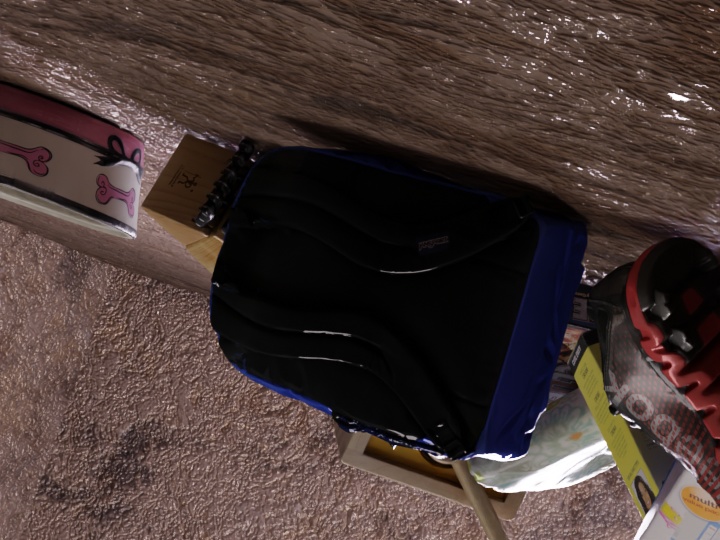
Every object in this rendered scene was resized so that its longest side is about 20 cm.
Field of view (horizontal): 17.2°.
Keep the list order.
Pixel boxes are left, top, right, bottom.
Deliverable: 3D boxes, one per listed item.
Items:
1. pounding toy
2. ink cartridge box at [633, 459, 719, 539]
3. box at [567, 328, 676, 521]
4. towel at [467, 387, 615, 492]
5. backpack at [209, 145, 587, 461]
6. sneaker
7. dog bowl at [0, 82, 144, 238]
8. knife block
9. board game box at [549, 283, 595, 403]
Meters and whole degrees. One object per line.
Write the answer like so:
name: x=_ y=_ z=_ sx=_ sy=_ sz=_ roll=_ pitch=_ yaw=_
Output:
pounding toy: x=0.085 y=0.123 z=1.914 sx=0.184 sy=0.200 sz=0.142 roll=20 pitch=-160 yaw=-14
ink cartridge box: x=0.261 y=0.127 z=1.449 sx=0.128 sy=0.125 sz=0.200 roll=29 pitch=150 yaw=8
box: x=0.214 y=0.125 z=1.589 sx=0.075 sy=0.200 sz=0.050 roll=-18 pitch=155 yaw=-17
towel: x=0.184 y=0.114 z=1.766 sx=0.048 sy=0.171 sz=0.200 roll=63 pitch=-164 yaw=14
backpack: x=0.020 y=0.020 z=1.411 sx=0.199 sy=0.163 sz=0.168 roll=17 pitch=179 yaw=22
sneaker: x=0.191 y=0.075 z=1.334 sx=0.098 sy=0.071 sz=0.201 roll=-11 pitch=114 yaw=56
dog bowl: x=-0.255 y=-0.091 z=1.822 sx=0.199 sy=0.074 sz=0.200 roll=19 pitch=177 yaw=1
knife block: x=-0.054 y=-0.022 z=1.635 sx=0.175 sy=0.064 sz=0.200 roll=24 pitch=167 yaw=34
board game box: x=0.119 y=0.054 z=1.752 sx=0.135 sy=0.035 sz=0.200 roll=13 pitch=158 yaw=-10
